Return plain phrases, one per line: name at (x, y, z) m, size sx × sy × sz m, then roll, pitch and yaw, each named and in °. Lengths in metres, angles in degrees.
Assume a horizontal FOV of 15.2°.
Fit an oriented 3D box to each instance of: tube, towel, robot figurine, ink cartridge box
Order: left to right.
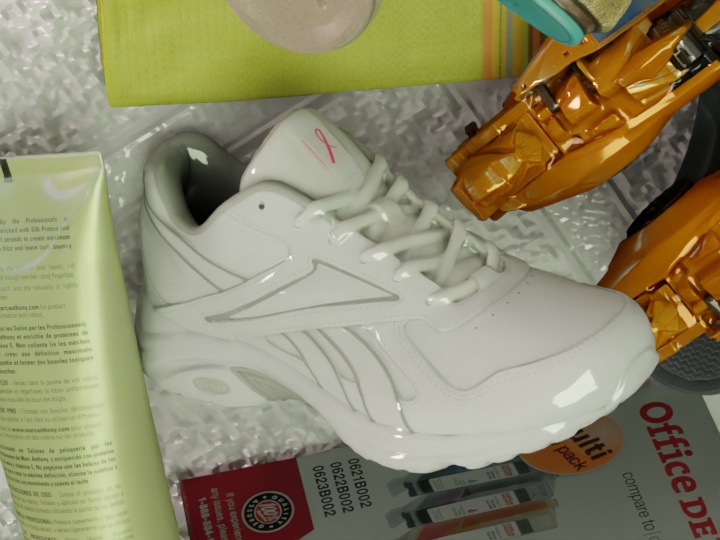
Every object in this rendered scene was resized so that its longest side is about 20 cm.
tube at (-0.095, 0.054, 0.909) m, size 0.058 × 0.052 × 0.201 m, roll -18°, pitch 111°, yaw -12°
towel at (0.013, -0.101, 0.873) m, size 0.199 × 0.018 × 0.086 m, roll -6°, pitch 121°, yaw -7°
ink cartridge box at (0.050, 0.150, 0.968) m, size 0.199 × 0.145 × 0.145 m, roll -11°, pitch 125°, yaw -5°
robot figurine at (0.132, -0.056, 0.852) m, size 0.200 × 0.058 × 0.145 m, roll -38°, pitch 96°, yaw 23°

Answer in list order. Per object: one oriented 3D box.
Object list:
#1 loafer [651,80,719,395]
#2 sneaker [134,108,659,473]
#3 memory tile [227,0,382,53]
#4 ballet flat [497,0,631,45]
loafer at (0.149, -0.053, 0.915) m, size 0.072 × 0.063 × 0.200 m, roll 29°, pitch 113°, yaw 7°
sneaker at (0.000, 0.000, 0.852) m, size 0.199 × 0.078 × 0.100 m, roll 9°, pitch 122°, yaw 33°
memory tile at (-0.060, -0.156, 0.751) m, size 0.200 × 0.017 × 0.153 m, roll 32°, pitch 134°, yaw -1°
ballet flat at (0.004, -0.143, 0.809) m, size 0.200 × 0.071 × 0.071 m, roll 31°, pitch 114°, yaw -11°
